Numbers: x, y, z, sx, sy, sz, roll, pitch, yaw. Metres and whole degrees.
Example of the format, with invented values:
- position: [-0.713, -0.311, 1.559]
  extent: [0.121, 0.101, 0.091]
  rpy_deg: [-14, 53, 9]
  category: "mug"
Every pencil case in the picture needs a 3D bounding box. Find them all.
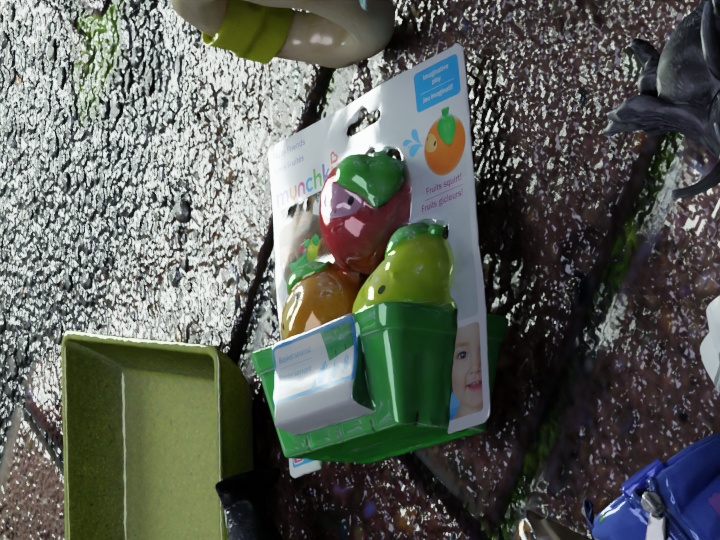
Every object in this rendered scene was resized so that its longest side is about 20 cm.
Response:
- position: [0.175, 0.160, 0.719]
  extent: [0.078, 0.087, 0.201]
  rpy_deg: [-42, 59, 19]
  category: "pencil case"

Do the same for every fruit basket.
- position: [0.000, 0.000, 0.924]
  extent: [0.185, 0.093, 0.202]
  rpy_deg: [-22, 72, 50]
  category: "fruit basket"

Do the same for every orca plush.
- position: [-0.029, 0.215, 1.018]
  extent: [0.105, 0.071, 0.201]
  rpy_deg: [60, -162, -73]
  category: "orca plush"

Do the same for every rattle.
- position: [-0.028, -0.188, 0.904]
  extent: [0.144, 0.130, 0.200]
  rpy_deg: [-63, -5, -11]
  category: "rattle"

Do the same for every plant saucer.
- position: [-0.128, 0.143, 1.129]
  extent: [0.199, 0.048, 0.202]
  rpy_deg: [2, 94, 51]
  category: "plant saucer"

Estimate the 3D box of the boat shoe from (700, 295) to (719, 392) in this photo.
- position: [0.167, 0.041, 0.649]
  extent: [0.068, 0.200, 0.057]
  rpy_deg: [-23, 75, 13]
  category: "boat shoe"

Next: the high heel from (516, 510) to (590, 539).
- position: [0.110, 0.226, 0.812]
  extent: [0.200, 0.071, 0.143]
  rpy_deg: [50, 123, 26]
  category: "high heel"

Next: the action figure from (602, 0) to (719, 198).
- position: [0.166, -0.104, 0.687]
  extent: [0.118, 0.102, 0.201]
  rpy_deg: [-16, 54, 41]
  category: "action figure"
